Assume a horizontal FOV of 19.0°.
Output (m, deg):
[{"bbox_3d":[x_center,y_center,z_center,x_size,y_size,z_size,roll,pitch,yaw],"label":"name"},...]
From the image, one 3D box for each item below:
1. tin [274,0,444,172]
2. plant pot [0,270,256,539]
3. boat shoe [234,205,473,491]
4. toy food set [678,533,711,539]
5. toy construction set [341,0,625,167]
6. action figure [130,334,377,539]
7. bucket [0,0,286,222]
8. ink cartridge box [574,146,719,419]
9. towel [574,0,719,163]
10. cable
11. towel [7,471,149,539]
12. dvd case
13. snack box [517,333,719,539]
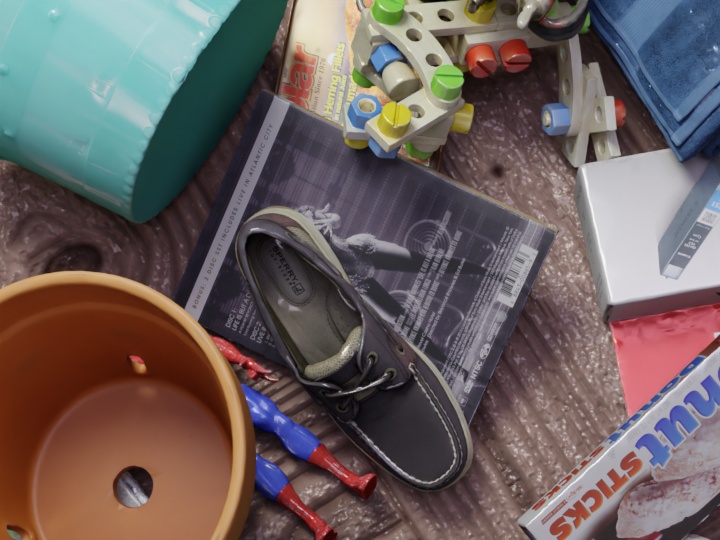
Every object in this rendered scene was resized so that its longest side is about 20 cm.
[{"bbox_3d":[0.002,-0.111,1.352,0.111,0.042,0.202,11,75,0],"label":"tin"},{"bbox_3d":[-0.144,0.114,1.200,0.198,0.140,0.202,-3,76,11],"label":"plant pot"},{"bbox_3d":[-0.010,0.050,1.265,0.072,0.065,0.201,-35,89,14],"label":"boat shoe"},{"bbox_3d":[0.226,0.234,1.187,0.143,0.061,0.200,21,34,7],"label":"toy food set"},{"bbox_3d":[0.076,-0.122,1.292,0.199,0.092,0.132,2,54,-31],"label":"toy construction set"},{"bbox_3d":[-0.082,0.082,1.293,0.200,0.052,0.066,37,83,13],"label":"action figure"},{"bbox_3d":[-0.142,-0.138,1.276,0.134,0.207,0.208,32,77,6],"label":"bucket"},{"bbox_3d":[0.245,0.006,1.308,0.198,0.045,0.178,-11,73,-2],"label":"ink cartridge box"},{"bbox_3d":[0.191,-0.173,1.316,0.112,0.048,0.201,-43,57,24],"label":"towel"},{"bbox_3d":[0.119,-0.214,1.277,0.097,0.050,0.201,31,63,6],"label":"cable"},{"bbox_3d":[-0.165,0.199,1.268,0.149,0.031,0.200,-38,76,-10],"label":"towel"},{"bbox_3d":[0.000,0.000,1.299,0.199,0.016,0.150,26,102,8],"label":"dvd case"},{"bbox_3d":[0.189,0.109,1.272,0.200,0.024,0.072,-42,97,-6],"label":"snack box"}]
